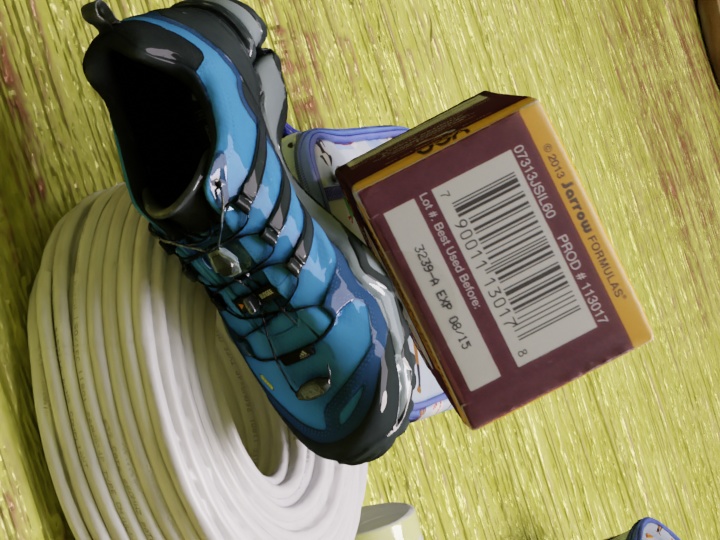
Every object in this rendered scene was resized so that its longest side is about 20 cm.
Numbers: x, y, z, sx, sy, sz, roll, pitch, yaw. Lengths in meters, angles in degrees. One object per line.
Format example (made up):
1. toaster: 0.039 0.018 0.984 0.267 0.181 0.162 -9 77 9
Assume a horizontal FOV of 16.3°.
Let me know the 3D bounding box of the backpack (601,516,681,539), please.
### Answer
1. backpack: 0.170 0.235 1.422 0.200 0.154 0.191 59 15 -26

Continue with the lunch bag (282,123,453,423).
1. lunch bag: 0.000 0.000 1.257 0.200 0.075 0.161 -7 79 -70

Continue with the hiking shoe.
1. hiking shoe: -0.051 -0.011 0.978 0.087 0.074 0.201 -14 75 -58

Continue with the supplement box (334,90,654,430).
1. supplement box: 0.051 -0.010 1.080 0.111 0.085 0.200 64 -1 -5

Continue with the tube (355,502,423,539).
1. tube: 0.026 0.214 1.210 0.058 0.052 0.201 -20 100 -27

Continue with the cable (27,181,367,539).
1. cable: -0.064 0.057 1.059 0.200 0.069 0.201 45 35 -51

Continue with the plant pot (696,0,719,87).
1. plant pot: 0.354 -0.211 2.348 0.200 0.027 0.201 51 30 -46
